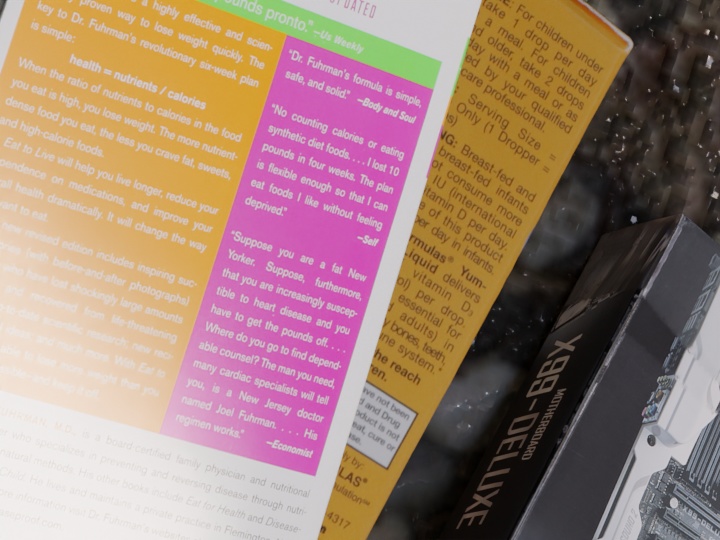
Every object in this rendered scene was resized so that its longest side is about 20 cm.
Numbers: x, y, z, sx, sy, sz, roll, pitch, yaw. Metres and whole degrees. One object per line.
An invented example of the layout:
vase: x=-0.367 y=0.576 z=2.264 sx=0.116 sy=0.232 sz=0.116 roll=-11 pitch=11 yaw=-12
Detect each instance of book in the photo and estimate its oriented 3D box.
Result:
book: x=-0.055 y=0.002 z=0.742 sx=0.133 sy=0.048 sz=0.200 roll=19 pitch=88 yaw=-29

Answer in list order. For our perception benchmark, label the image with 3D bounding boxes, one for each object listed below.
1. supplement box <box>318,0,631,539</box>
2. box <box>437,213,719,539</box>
supplement box: x=0.000 y=0.000 z=0.879 sx=0.069 sy=0.067 sz=0.200 roll=31 pitch=80 yaw=-21
box: x=0.125 y=0.105 z=0.939 sx=0.200 sy=0.050 sz=0.158 roll=39 pitch=65 yaw=-19
